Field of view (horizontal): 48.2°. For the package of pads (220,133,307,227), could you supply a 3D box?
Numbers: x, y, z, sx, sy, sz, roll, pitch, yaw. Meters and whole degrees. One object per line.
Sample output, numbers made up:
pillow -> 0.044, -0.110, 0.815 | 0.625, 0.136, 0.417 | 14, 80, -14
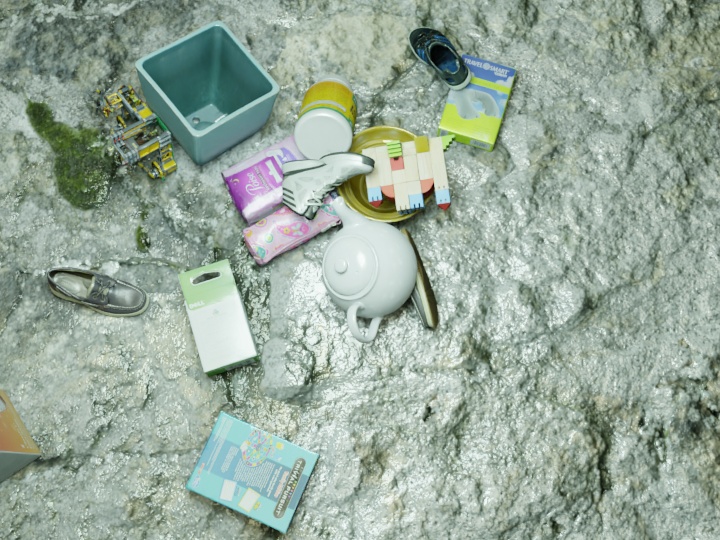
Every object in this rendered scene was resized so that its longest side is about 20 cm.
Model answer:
package of pads -> -0.167, -0.185, 1.607 | 0.200, 0.076, 0.121 | -29, 74, -7

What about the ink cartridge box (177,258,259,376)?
ink cartridge box -> -0.272, 0.091, 1.543 | 0.104, 0.059, 0.200 | -18, 76, -5

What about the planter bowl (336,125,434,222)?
planter bowl -> 0.049, -0.180, 1.601 | 0.200, 0.083, 0.201 | 0, 76, -1

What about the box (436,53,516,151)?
box -> 0.244, -0.358, 1.667 | 0.122, 0.048, 0.200 | 17, 77, 4

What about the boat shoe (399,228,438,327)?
boat shoe -> 0.097, 0.021, 1.562 | 0.065, 0.073, 0.200 | -21, 78, 16

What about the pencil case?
pencil case -> -0.130, -0.087, 1.576 | 0.200, 0.087, 0.087 | -28, 77, -9

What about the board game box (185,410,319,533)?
board game box -> -0.196, 0.369, 1.477 | 0.200, 0.047, 0.151 | 23, 76, 6

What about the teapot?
teapot -> 0.000, 0.000, 1.492 | 0.200, 0.146, 0.197 | 40, 107, 25

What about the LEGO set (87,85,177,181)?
LEGO set -> -0.459, -0.260, 1.586 | 0.116, 0.154, 0.200 | -34, 82, -22

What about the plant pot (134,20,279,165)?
plant pot -> -0.298, -0.319, 1.570 | 0.196, 0.200, 0.196 | -36, 77, -23

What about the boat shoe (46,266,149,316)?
boat shoe -> -0.511, 0.039, 1.553 | 0.200, 0.065, 0.072 | 16, 74, 3

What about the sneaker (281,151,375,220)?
sneaker -> -0.061, -0.152, 1.500 | 0.200, 0.076, 0.116 | -5, 78, 32

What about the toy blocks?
toy blocks -> 0.088, -0.169, 1.515 | 0.200, 0.100, 0.137 | -8, 84, 9

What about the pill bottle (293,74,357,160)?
pill bottle -> -0.064, -0.306, 1.582 | 0.113, 0.113, 0.200 | 5, 38, 1

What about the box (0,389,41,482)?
box -> -0.679, 0.291, 1.418 | 0.106, 0.200, 0.152 | -34, 79, -8

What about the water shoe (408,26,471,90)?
water shoe -> 0.159, -0.454, 1.649 | 0.071, 0.079, 0.200 | -41, 57, 5
